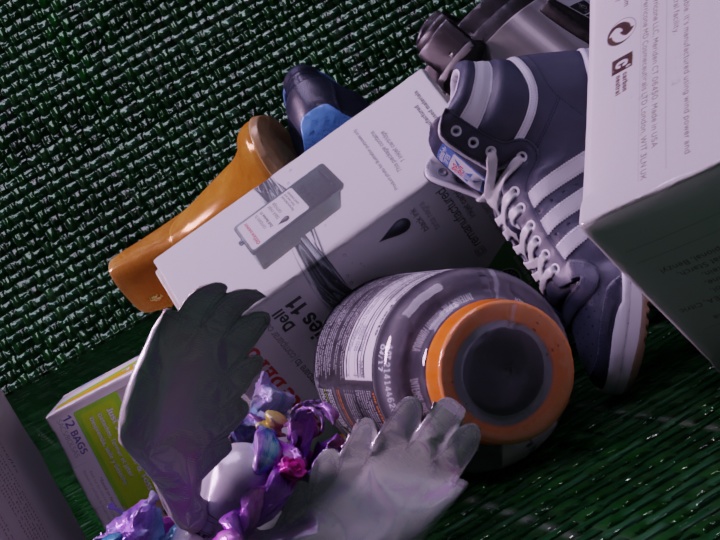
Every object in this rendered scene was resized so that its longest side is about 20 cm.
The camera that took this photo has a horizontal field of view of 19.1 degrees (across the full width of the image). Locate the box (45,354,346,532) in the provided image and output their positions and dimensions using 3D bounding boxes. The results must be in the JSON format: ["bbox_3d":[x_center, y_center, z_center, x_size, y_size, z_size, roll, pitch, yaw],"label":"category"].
[{"bbox_3d":[-0.090,0.090,1.405,0.200,0.113,0.101,-27,4,0],"label":"box"}]

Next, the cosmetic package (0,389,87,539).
[{"bbox_3d":[-0.287,0.174,1.344,0.165,0.165,0.200,-28,5,4],"label":"cosmetic package"}]

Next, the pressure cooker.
[{"bbox_3d":[0.130,-0.127,1.623,0.179,0.200,0.176,-38,-21,-27],"label":"pressure cooker"}]

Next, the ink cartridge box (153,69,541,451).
[{"bbox_3d":[0.000,0.000,1.273,0.200,0.147,0.083,-35,48,2],"label":"ink cartridge box"}]

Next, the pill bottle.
[{"bbox_3d":[0.047,0.052,1.130,0.106,0.106,0.200,-29,6,-13],"label":"pill bottle"}]

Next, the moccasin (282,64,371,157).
[{"bbox_3d":[0.008,-0.069,1.347,0.080,0.068,0.200,-27,-31,1],"label":"moccasin"}]

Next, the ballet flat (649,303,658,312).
[{"bbox_3d":[0.230,-0.051,1.291,0.200,0.075,0.068,-30,43,-26],"label":"ballet flat"}]

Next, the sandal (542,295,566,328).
[{"bbox_3d":[0.114,0.011,1.339,0.200,0.080,0.087,-30,9,-5],"label":"sandal"}]

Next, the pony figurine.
[{"bbox_3d":[-0.058,0.111,1.039,0.193,0.166,0.200,-60,9,2],"label":"pony figurine"}]

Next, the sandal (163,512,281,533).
[{"bbox_3d":[-0.110,0.160,1.195,0.082,0.050,0.203,-23,8,41],"label":"sandal"}]

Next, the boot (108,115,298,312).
[{"bbox_3d":[-0.094,-0.024,1.352,0.144,0.071,0.201,-21,-19,5],"label":"boot"}]

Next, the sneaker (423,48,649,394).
[{"bbox_3d":[0.092,-0.028,1.144,0.108,0.200,0.070,0,-24,-8],"label":"sneaker"}]

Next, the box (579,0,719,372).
[{"bbox_3d":[0.222,-0.089,1.029,0.200,0.131,0.199,-26,38,31],"label":"box"}]
